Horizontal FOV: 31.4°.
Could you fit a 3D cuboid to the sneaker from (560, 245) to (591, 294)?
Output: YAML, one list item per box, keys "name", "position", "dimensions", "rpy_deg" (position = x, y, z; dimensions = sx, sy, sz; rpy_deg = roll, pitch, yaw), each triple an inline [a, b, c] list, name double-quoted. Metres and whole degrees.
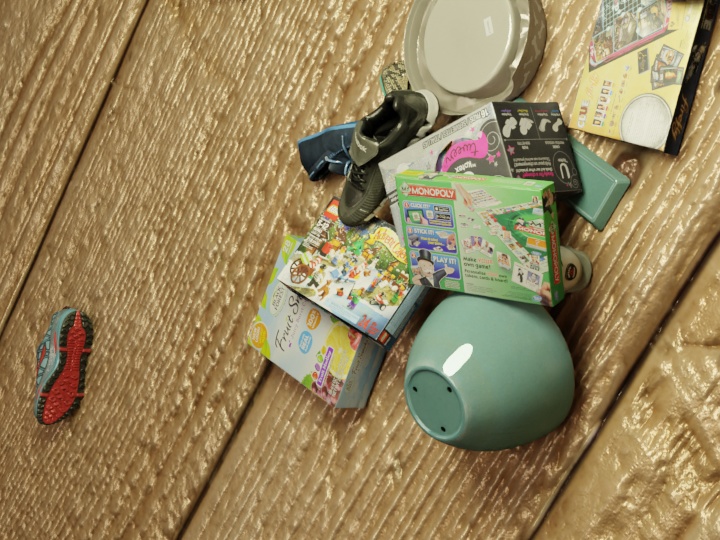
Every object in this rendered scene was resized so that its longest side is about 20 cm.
- name: "sneaker"
  position: [0.170, -0.010, 1.528]
  dimensions: [0.198, 0.088, 0.075]
  rpy_deg: [0, 87, 45]

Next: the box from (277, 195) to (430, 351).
- name: "box"
  position: [0.000, 0.000, 1.641]
  dimensions: [0.199, 0.038, 0.137]
  rpy_deg: [29, 81, 40]

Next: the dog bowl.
- name: "dog bowl"
  position: [0.146, -0.290, 1.597]
  dimensions: [0.198, 0.058, 0.204]
  rpy_deg: [-4, 83, 43]

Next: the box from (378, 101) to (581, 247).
- name: "box"
  position: [0.139, -0.110, 1.515]
  dimensions: [0.199, 0.131, 0.116]
  rpy_deg: [-25, 77, 45]

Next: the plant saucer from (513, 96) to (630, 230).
- name: "plant saucer"
  position: [0.233, -0.130, 1.527]
  dimensions: [0.200, 0.019, 0.071]
  rpy_deg: [44, 116, 36]

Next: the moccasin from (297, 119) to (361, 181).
- name: "moccasin"
  position: [-0.016, -0.162, 1.726]
  dimensions: [0.199, 0.079, 0.069]
  rpy_deg: [-10, 92, 65]

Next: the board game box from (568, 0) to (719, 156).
- name: "board game box"
  position: [0.321, -0.244, 1.442]
  dimensions: [0.135, 0.034, 0.203]
  rpy_deg: [22, 101, 42]

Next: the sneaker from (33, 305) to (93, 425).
- name: "sneaker"
  position: [-0.511, 0.161, 2.173]
  dimensions: [0.095, 0.079, 0.203]
  rpy_deg: [16, 89, 52]

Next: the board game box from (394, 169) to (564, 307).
- name: "board game box"
  position: [0.132, -0.039, 1.432]
  dimensions: [0.198, 0.029, 0.137]
  rpy_deg: [9, 116, 39]

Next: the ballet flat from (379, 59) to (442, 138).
- name: "ballet flat"
  position: [0.074, -0.185, 1.654]
  dimensions: [0.075, 0.068, 0.203]
  rpy_deg: [-19, 69, 29]

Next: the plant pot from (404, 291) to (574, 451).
- name: "plant pot"
  position: [0.128, 0.127, 1.474]
  dimensions: [0.199, 0.134, 0.203]
  rpy_deg: [23, 125, 37]

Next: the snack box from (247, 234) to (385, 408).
- name: "snack box"
  position: [-0.049, 0.068, 1.739]
  dimensions: [0.199, 0.067, 0.171]
  rpy_deg: [31, 105, 42]

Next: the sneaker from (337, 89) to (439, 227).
- name: "sneaker"
  position: [0.015, -0.145, 1.591]
  dimensions: [0.067, 0.090, 0.201]
  rpy_deg: [46, 113, 33]
